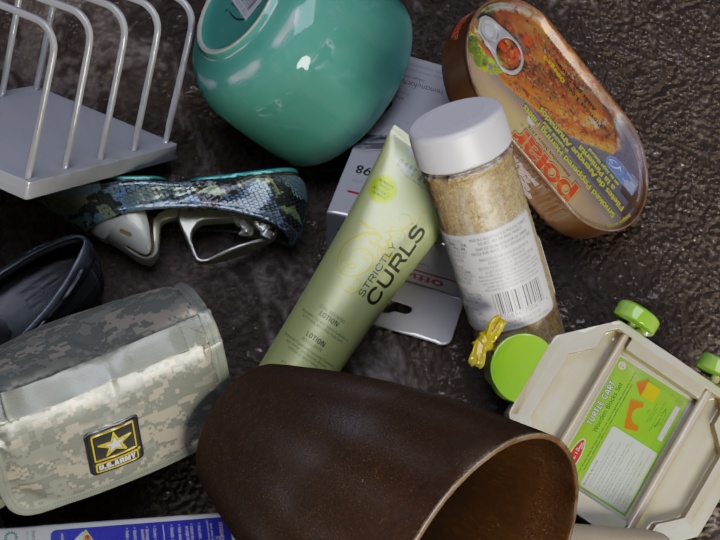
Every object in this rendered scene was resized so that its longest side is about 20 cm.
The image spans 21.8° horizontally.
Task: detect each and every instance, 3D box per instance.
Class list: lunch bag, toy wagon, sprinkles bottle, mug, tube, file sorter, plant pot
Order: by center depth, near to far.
[{"bbox_3d":[-0.002,0.141,1.140,0.199,0.188,0.187,28,60,34],"label":"plant pot"},{"bbox_3d":[-0.175,0.083,1.218,0.163,0.200,0.119,-20,86,-14],"label":"lunch bag"},{"bbox_3d":[0.162,0.098,1.277,0.199,0.040,0.156,33,81,0],"label":"toy wagon"},{"bbox_3d":[0.092,-0.017,1.299,0.068,0.202,0.068,-15,23,7],"label":"sprinkles bottle"},{"bbox_3d":[0.000,0.000,1.324,0.201,0.058,0.052,-56,38,-2],"label":"tube"},{"bbox_3d":[-0.229,-0.147,1.353,0.138,0.126,0.200,22,20,20],"label":"file sorter"},{"bbox_3d":[-0.064,-0.168,1.410,0.184,0.114,0.153,-13,54,43],"label":"mug"}]

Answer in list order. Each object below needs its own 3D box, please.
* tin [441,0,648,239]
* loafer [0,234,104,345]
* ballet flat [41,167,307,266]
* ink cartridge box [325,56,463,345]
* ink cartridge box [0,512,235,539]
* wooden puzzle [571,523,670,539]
[{"bbox_3d":[0.137,-0.110,1.390,0.200,0.042,0.112,49,47,-16],"label":"tin"},{"bbox_3d":[-0.270,0.040,1.329,0.200,0.071,0.068,-37,66,-21],"label":"loafer"},{"bbox_3d":[-0.137,-0.037,1.387,0.197,0.075,0.075,-4,57,0],"label":"ballet flat"},{"bbox_3d":[0.046,-0.056,1.399,0.115,0.067,0.201,16,58,8],"label":"ink cartridge box"},{"bbox_3d":[-0.137,0.206,1.187,0.198,0.039,0.100,-3,47,-9],"label":"ink cartridge box"},{"bbox_3d":[0.107,0.255,1.193,0.183,0.046,0.202,4,71,2],"label":"wooden puzzle"}]
